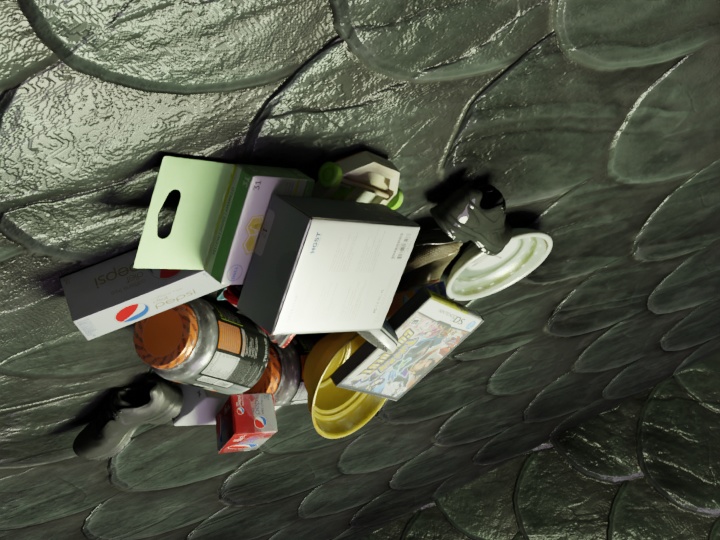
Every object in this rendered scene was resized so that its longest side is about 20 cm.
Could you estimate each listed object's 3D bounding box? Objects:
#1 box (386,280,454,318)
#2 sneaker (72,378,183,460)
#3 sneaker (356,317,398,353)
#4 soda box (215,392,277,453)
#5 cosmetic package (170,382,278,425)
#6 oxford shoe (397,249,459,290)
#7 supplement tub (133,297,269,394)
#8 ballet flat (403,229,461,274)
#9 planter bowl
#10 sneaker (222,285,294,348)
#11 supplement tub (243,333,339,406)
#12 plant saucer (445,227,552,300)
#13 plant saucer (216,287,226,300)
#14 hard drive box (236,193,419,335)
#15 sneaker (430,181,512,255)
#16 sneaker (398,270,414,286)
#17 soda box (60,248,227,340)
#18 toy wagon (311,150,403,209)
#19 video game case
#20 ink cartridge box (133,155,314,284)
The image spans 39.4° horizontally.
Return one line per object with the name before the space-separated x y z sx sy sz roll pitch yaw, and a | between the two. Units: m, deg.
box | 0.045 0.053 1.582 0.199 0.042 0.119 -15 179 27
sneaker | -0.389 0.232 1.625 0.200 0.076 0.091 -34 145 3
sneaker | -0.009 0.028 1.421 0.079 0.200 0.078 -49 -174 -14
soda box | -0.185 0.244 1.598 0.070 0.064 0.200 -2 162 -16
cosmetic package | -0.225 0.211 1.719 0.102 0.074 0.200 -39 150 30
oxford shoe | 0.112 0.019 1.648 0.070 0.075 0.200 -8 150 -34
supplement tub | -0.228 0.106 1.444 0.122 0.123 0.200 -32 154 15
ballet flat | 0.080 -0.020 1.513 0.200 0.067 0.047 -21 118 -41
planter bowl | -0.029 0.157 1.583 0.200 0.083 0.201 -30 135 -35
sneaker | -0.137 0.043 1.444 0.078 0.116 0.200 -47 -172 -9
supplement tub | -0.102 0.161 1.673 0.199 0.123 0.123 2 144 -44
plant saucer | 0.227 -0.022 1.707 0.199 0.050 0.200 -20 155 -10
plant saucer | -0.133 -0.021 1.405 0.070 0.019 0.200 -3 148 -41
hard drive box | -0.038 -0.006 1.264 0.199 0.077 0.156 2 114 -48
sneaker | 0.189 -0.081 1.515 0.091 0.076 0.200 -46 154 19
sneaker | 0.000 0.000 1.511 0.199 0.070 0.082 -18 157 -19
soda box | -0.272 0.014 1.282 0.199 0.068 0.064 -21 155 -8
toy wagon | -0.037 -0.074 1.334 0.200 0.040 0.155 -44 150 21
video game case | 0.074 0.118 1.532 0.200 0.026 0.181 -45 148 15
ink cartridge box | -0.159 -0.056 1.200 0.199 0.048 0.146 -1 116 -47
